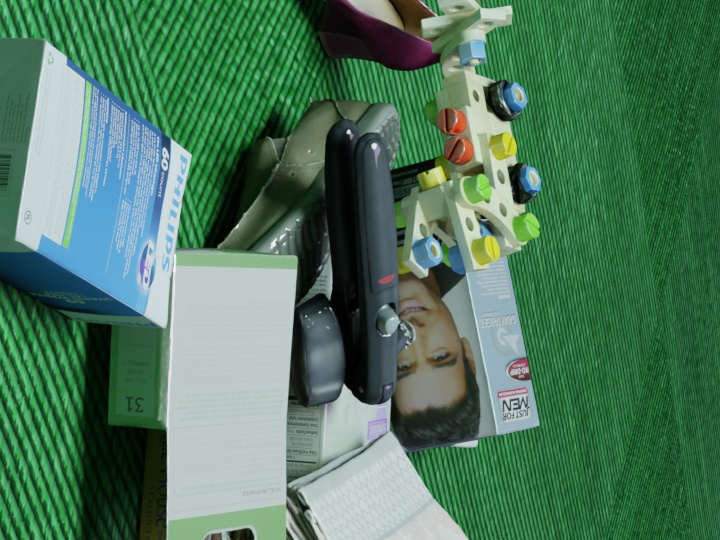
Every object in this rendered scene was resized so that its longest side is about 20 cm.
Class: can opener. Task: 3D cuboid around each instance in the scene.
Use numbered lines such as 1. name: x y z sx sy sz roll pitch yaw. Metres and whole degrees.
1. can opener: 0.000 0.000 1.610 0.078 0.063 0.201 -26 132 -41

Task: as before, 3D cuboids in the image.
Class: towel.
1. towel: 0.037 0.200 1.636 0.191 0.032 0.200 53 20 6

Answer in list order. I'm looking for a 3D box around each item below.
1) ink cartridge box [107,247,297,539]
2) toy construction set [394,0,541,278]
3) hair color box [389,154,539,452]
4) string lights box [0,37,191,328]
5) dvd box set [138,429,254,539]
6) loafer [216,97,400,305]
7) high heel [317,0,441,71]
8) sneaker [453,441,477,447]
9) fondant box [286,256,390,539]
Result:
1. ink cartridge box: -0.091 0.088 1.480 0.145 0.048 0.201 2 92 -63
2. toy construction set: 0.070 -0.088 1.726 0.131 0.092 0.201 12 78 -53
3. hair color box: 0.054 0.025 1.821 0.061 0.099 0.201 -6 83 -55
4. string lights box: -0.155 -0.041 1.324 0.200 0.059 0.103 40 55 -68
5. dvd box set: -0.095 0.143 1.578 0.146 0.029 0.201 16 77 -70
6. loafer: -0.047 -0.042 1.650 0.200 0.069 0.075 -50 151 -38
7. high heel: 0.004 -0.202 1.724 0.200 0.096 0.068 69 30 -52
8. sneaker: 0.048 0.087 1.961 0.200 0.070 0.100 15 74 -75
9. fondant box: -0.025 0.082 1.744 0.144 0.058 0.201 1 93 -72
